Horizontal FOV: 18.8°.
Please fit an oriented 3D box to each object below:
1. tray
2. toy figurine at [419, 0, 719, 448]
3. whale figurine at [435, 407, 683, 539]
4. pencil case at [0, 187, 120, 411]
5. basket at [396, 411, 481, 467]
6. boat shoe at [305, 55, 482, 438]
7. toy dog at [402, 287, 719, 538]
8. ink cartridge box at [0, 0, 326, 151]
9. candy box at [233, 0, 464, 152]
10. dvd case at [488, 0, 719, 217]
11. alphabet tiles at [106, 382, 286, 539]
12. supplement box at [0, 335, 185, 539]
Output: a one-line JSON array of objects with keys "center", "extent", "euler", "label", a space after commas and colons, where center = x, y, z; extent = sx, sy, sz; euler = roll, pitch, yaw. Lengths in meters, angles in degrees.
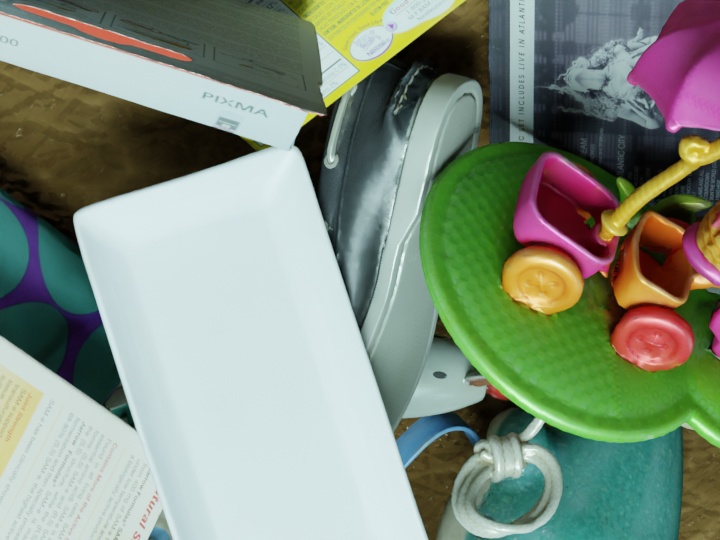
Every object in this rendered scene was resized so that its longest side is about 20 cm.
[{"center": [-0.046, 0.056, 0.935], "extent": [0.107, 0.202, 0.022], "euler": [-18, -179, -15], "label": "tray"}, {"center": [0.152, -0.028, 0.877], "extent": [0.199, 0.151, 0.184], "euler": [29, 136, -12], "label": "toy figurine"}, {"center": [0.126, 0.116, 1.097], "extent": [0.159, 0.103, 0.201], "euler": [41, 78, -40], "label": "whale figurine"}, {"center": [-0.185, 0.000, 0.959], "extent": [0.093, 0.085, 0.200], "euler": [-48, 131, 0], "label": "pencil case"}, {"center": [0.014, 0.184, 1.168], "extent": [0.200, 0.139, 0.176], "euler": [-46, 134, -4], "label": "basket"}, {"center": [0.000, 0.000, 0.977], "extent": [0.060, 0.074, 0.201], "euler": [22, 113, 22], "label": "boat shoe"}, {"center": [0.105, 0.025, 1.029], "extent": [0.199, 0.132, 0.097], "euler": [-24, 142, -16], "label": "toy dog"}, {"center": [-0.096, -0.080, 0.797], "extent": [0.161, 0.200, 0.057], "euler": [17, 108, -7], "label": "ink cartridge box"}, {"center": [-0.003, -0.137, 0.896], "extent": [0.199, 0.027, 0.102], "euler": [-35, 122, 23], "label": "candy box"}, {"center": [0.155, -0.085, 0.954], "extent": [0.198, 0.016, 0.150], "euler": [3, 131, 7], "label": "dvd case"}, {"center": [-0.128, 0.110, 1.004], "extent": [0.194, 0.201, 0.015], "euler": [-20, 135, 9], "label": "alphabet tiles"}, {"center": [-0.182, 0.084, 0.886], "extent": [0.073, 0.127, 0.200], "euler": [10, 156, 47], "label": "supplement box"}]
